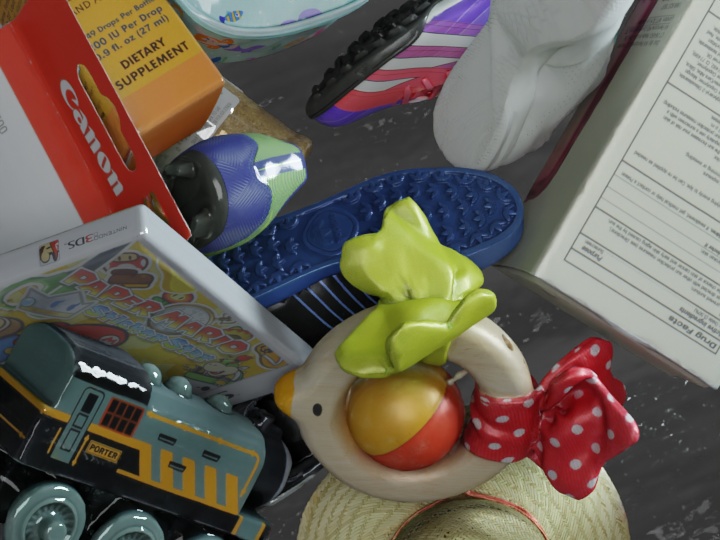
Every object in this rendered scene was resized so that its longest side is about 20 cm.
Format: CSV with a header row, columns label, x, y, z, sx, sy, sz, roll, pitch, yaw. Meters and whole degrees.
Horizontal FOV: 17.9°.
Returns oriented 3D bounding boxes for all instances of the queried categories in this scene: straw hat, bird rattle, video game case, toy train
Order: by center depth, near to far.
label,x,y,z,sx,sy,sz,roll,pitch,yaw
toy train,-0.122,0.105,1.201,0.199,0.085,0.115,25,96,-40
video game case,-0.145,0.041,1.223,0.181,0.200,0.023,-19,59,18
bird rattle,0.047,0.063,1.245,0.163,0.113,0.200,-33,128,24
straw hat,0.062,0.173,1.298,0.199,0.085,0.203,0,88,-1

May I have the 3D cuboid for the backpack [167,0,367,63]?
label,x,y,z,sx,sy,sz,roll,pitch,yaw
backpack,-0.065,-0.223,1.270,0.177,0.150,0.201,-20,94,-25

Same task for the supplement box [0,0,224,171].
label,x,y,z,sx,sy,sz,roll,pitch,yaw
supplement box,-0.160,-0.153,1.242,0.066,0.069,0.200,-34,81,-24

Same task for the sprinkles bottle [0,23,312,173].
label,x,y,z,sx,sy,sz,roll,pitch,yaw
sprinkles bottle,-0.125,-0.103,1.308,0.199,0.068,0.068,36,88,-1

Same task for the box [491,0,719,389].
label,x,y,z,sx,sy,sz,roll,pitch,yaw
box,0.182,-0.054,1.286,0.127,0.109,0.201,31,88,-11

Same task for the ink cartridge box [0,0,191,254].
label,x,y,z,sx,sy,sz,roll,pitch,yaw
ink cartridge box,-0.178,-0.048,1.239,0.057,0.200,0.163,-27,85,-26

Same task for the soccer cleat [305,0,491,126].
label,x,y,z,sx,sy,sz,roll,pitch,yaw
soccer cleat,0.061,-0.132,1.318,0.199,0.068,0.073,-35,104,-1

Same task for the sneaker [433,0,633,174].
label,x,y,z,sx,sy,sz,roll,pitch,yaw
sneaker,0.117,-0.137,1.261,0.088,0.200,0.076,-9,58,-39

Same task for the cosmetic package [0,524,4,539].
label,x,y,z,sx,sy,sz,roll,pitch,yaw
cosmetic package,-0.254,0.220,1.249,0.167,0.166,0.201,27,87,-1

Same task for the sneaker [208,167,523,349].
label,x,y,z,sx,sy,sz,roll,pitch,yaw
sneaker,0.000,0.000,1.297,0.198,0.078,0.071,-13,57,7

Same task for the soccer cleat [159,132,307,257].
label,x,y,z,sx,sy,sz,roll,pitch,yaw
soccer cleat,-0.093,-0.029,1.257,0.083,0.200,0.065,-17,87,-29

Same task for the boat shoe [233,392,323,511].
label,x,y,z,sx,sy,sz,roll,pitch,yaw
boat shoe,-0.059,0.103,1.305,0.199,0.068,0.072,-28,90,-2
